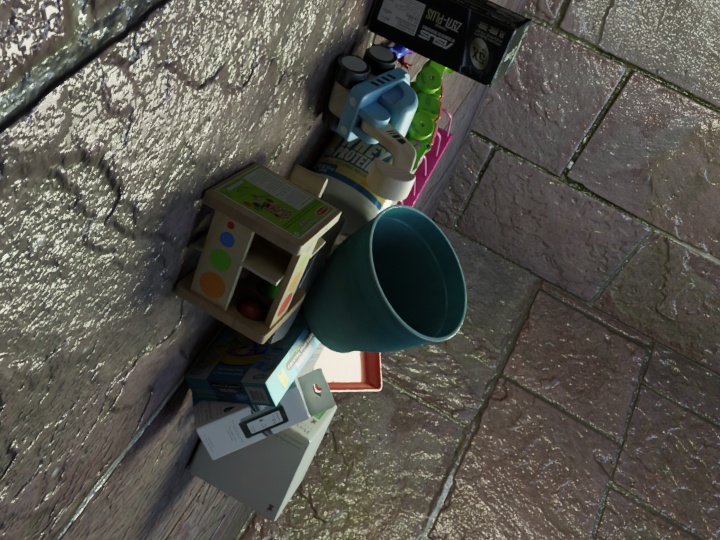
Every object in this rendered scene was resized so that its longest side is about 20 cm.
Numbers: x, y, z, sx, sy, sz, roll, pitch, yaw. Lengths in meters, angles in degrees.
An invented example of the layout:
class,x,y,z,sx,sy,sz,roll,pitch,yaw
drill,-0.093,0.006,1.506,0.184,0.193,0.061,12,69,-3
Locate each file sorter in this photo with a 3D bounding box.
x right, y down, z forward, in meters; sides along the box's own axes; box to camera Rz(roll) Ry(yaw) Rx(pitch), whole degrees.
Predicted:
class,x,y,z,sx,sy,sz,roll,pitch,yaw
file sorter,0.071,-0.225,1.397,0.201,0.138,0.125,-60,172,-9

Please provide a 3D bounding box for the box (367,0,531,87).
class,x,y,z,sx,sy,sz,roll,pitch,yaw
box,0.132,-0.358,1.072,0.087,0.199,0.164,-67,172,29

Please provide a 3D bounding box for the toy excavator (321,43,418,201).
class,x,y,z,sx,sy,sz,roll,pitch,yaw
toy excavator,0.032,-0.197,1.001,0.194,0.200,0.100,-35,157,-41

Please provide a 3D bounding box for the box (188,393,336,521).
class,x,y,z,sx,sy,sz,roll,pitch,yaw
box,-0.187,0.325,1.430,0.201,0.198,0.171,-65,172,20

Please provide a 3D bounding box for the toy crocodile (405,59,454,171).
class,x,y,z,sx,sy,sz,roll,pitch,yaw
toy crocodile,0.094,-0.233,1.095,0.067,0.061,0.202,148,-42,-64

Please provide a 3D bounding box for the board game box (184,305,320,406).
class,x,y,z,sx,sy,sz,roll,pitch,yaw
board game box,-0.148,0.116,1.121,0.200,0.150,0.047,-55,135,-46

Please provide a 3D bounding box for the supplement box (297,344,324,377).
class,x,y,z,sx,sy,sz,roll,pitch,yaw
supplement box,-0.150,0.151,1.269,0.073,0.126,0.201,7,113,-61

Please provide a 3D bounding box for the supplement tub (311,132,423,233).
class,x,y,z,sx,sy,sz,roll,pitch,yaw
supplement tub,0.014,-0.172,1.171,0.201,0.144,0.145,-60,173,-15

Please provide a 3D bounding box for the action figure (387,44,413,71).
class,x,y,z,sx,sy,sz,roll,pitch,yaw
action figure,0.072,-0.373,1.221,0.200,0.051,0.066,-52,165,-64

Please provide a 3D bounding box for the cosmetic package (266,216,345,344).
class,x,y,z,sx,sy,sz,roll,pitch,yaw
cosmetic package,-0.115,-0.009,1.039,0.201,0.106,0.090,-61,172,8

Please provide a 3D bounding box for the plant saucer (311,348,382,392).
class,x,y,z,sx,sy,sz,roll,pitch,yaw
plant saucer,-0.036,0.124,1.369,0.199,0.036,0.202,10,73,-51

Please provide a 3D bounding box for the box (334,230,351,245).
class,x,y,z,sx,sy,sz,roll,pitch,yaw
box,-0.021,-0.102,1.363,0.113,0.101,0.200,-60,173,-13

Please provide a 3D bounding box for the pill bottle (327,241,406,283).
class,x,y,z,sx,sy,sz,roll,pitch,yaw
pill bottle,0.000,0.000,1.245,0.199,0.113,0.112,-23,-166,30

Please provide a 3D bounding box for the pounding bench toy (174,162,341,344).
class,x,y,z,sx,sy,sz,roll,pitch,yaw
pounding bench toy,-0.111,-0.030,0.904,0.157,0.123,0.200,-65,172,29

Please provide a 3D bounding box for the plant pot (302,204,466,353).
class,x,y,z,sx,sy,sz,roll,pitch,yaw
plant pot,0.021,0.034,1.081,0.187,0.201,0.200,-27,-162,39

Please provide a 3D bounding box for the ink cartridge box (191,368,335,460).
class,x,y,z,sx,sy,sz,roll,pitch,yaw
ink cartridge box,-0.149,0.190,1.116,0.116,0.198,0.068,-123,-168,-61
